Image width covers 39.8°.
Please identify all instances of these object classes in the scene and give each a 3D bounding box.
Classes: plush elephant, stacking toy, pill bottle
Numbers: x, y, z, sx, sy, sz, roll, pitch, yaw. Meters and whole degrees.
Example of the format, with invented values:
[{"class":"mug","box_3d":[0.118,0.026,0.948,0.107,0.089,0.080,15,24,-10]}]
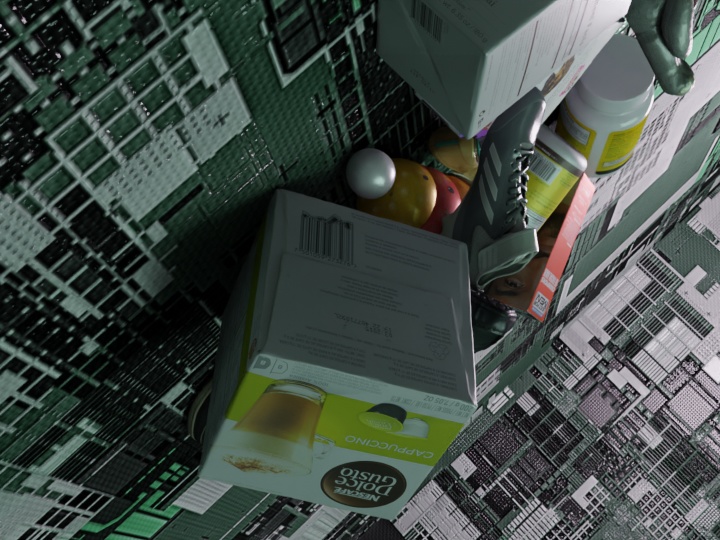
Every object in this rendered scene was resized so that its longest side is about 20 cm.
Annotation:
[{"class":"plush elephant","box_3d":[0.344,-0.319,1.038,0.154,0.166,0.200,-24,145,24]},{"class":"stacking toy","box_3d":[0.045,-0.067,1.033,0.146,0.146,0.200,-46,147,5]},{"class":"pill bottle","box_3d":[0.319,-0.212,1.297,0.114,0.114,0.200,-41,163,-10]},{"class":"pill bottle","box_3d":[0.190,-0.091,1.272,0.201,0.109,0.109,-53,161,15]}]

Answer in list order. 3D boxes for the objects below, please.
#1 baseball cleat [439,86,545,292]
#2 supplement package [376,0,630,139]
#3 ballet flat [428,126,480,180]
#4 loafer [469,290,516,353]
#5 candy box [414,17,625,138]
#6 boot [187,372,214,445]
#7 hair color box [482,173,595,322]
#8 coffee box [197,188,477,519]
[{"class":"baseball cleat","box_3d":[0.147,-0.073,0.965,0.069,0.106,0.202,-7,129,-48]},{"class":"supplement package","box_3d":[0.124,-0.231,0.809,0.200,0.121,0.120,-40,161,-17]},{"class":"ballet flat","box_3d":[0.122,-0.136,1.134,0.062,0.070,0.200,-7,173,17]},{"class":"loafer","box_3d":[0.108,0.062,1.007,0.201,0.067,0.071,146,-33,-81]},{"class":"candy box","box_3d":[0.166,-0.220,1.012,0.168,0.072,0.199,-53,160,23]},{"class":"boot","box_3d":[-0.107,0.168,1.135,0.201,0.151,0.073,-53,160,25]},{"class":"hair color box","box_3d":[0.227,-0.045,1.347,0.064,0.110,0.202,31,80,-55]},{"class":"coffee box","box_3d":[-0.024,0.082,0.928,0.201,0.197,0.199,-89,-160,-45]}]
